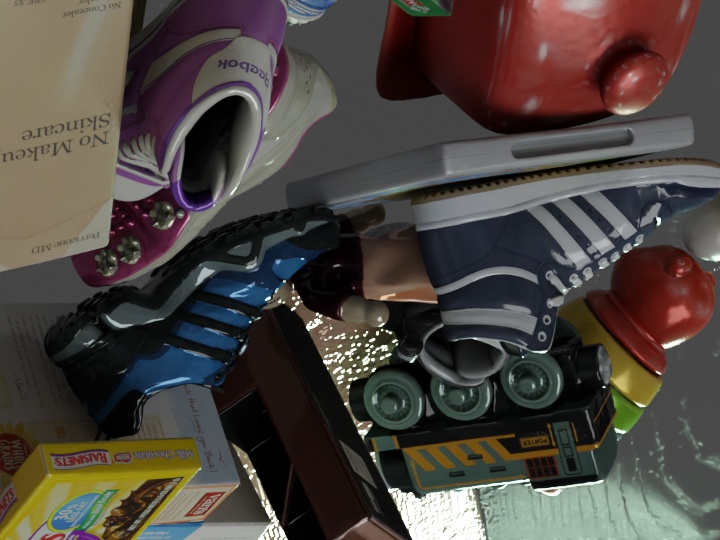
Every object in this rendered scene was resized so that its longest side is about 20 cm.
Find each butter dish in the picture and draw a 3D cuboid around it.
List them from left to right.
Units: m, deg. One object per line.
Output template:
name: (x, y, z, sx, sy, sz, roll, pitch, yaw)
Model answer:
butter dish: (0.129, -0.152, 1.259, 0.199, 0.148, 0.200, -15, 143, -22)

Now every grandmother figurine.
grandmother figurine: (0.000, 0.000, 1.383, 0.198, 0.121, 0.061, -5, 115, 0)

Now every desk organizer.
desk organizer: (-0.047, 0.114, 1.410, 0.077, 0.201, 0.072, -34, 146, 9)

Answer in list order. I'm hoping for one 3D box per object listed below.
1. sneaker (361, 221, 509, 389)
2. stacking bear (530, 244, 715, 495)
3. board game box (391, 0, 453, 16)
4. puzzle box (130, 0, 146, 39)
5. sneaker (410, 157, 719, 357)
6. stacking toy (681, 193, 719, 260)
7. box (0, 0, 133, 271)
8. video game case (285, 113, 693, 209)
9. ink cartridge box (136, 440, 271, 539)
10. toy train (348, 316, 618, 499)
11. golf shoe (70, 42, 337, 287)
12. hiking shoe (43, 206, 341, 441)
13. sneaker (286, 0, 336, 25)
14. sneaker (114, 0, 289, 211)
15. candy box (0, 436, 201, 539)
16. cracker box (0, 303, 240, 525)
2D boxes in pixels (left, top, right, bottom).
sneaker: (0.088, 0.019, 1.468, 0.199, 0.114, 0.076, -8, 140, -29)
stacking bear: (0.179, 0.061, 1.600, 0.200, 0.114, 0.121, -45, 143, 12)
board game box: (-0.001, -0.231, 1.096, 0.200, 0.029, 0.136, 29, 69, -51)
puzzle box: (-0.182, -0.131, 1.160, 0.132, 0.025, 0.201, -12, 141, -24)
sneaker: (0.134, -0.008, 1.329, 0.198, 0.109, 0.070, -9, 179, -11)
stacking toy: (0.312, -0.069, 1.545, 0.199, 0.147, 0.146, -31, 149, 31)
box: (-0.177, -0.097, 1.114, 0.094, 0.078, 0.201, -15, 142, -22)
video game case: (0.076, -0.065, 1.333, 0.181, 0.022, 0.200, -8, 179, -29)
ink cartridge box: (-0.178, 0.191, 1.471, 0.128, 0.126, 0.200, 5, 132, -40)
toy train: (0.090, 0.104, 1.526, 0.199, 0.115, 0.085, -10, -164, 23)
golf shoe: (-0.091, -0.057, 1.280, 0.200, 0.076, 0.091, -42, 154, 24)
hiking shoe: (-0.094, 0.029, 1.319, 0.199, 0.074, 0.087, -28, 101, -13)
sneaker: (-0.047, -0.204, 1.124, 0.089, 0.079, 0.200, -32, 145, 6)
sneaker: (-0.105, -0.068, 1.143, 0.072, 0.115, 0.201, 16, 145, -20)
candy box: (-0.182, 0.157, 1.276, 0.102, 0.027, 0.200, 2, 146, -34)
cracker box: (-0.186, 0.091, 1.328, 0.199, 0.135, 0.058, 0, 147, -36)
